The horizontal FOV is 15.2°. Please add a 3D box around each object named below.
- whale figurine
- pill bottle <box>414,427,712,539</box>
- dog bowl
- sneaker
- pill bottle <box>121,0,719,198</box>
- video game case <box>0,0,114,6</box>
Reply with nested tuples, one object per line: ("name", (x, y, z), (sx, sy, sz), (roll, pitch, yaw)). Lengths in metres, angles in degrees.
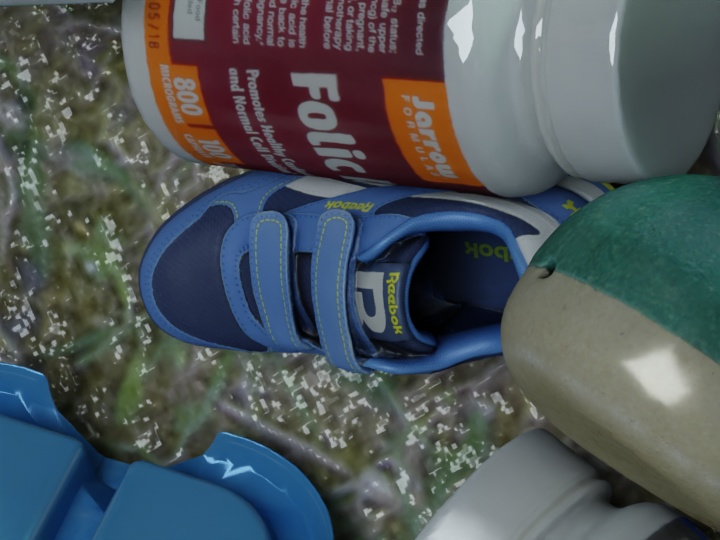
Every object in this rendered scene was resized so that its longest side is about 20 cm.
("whale figurine", (0.146, 0.043, 0.920), (0.200, 0.159, 0.104), (35, 84, -17))
("pill bottle", (0.108, 0.155, 0.957), (0.200, 0.114, 0.114), (41, 104, 17))
("dog bowl", (-0.109, 0.105, 1.044), (0.200, 0.112, 0.050), (17, 138, 9))
("sneaker", (0.000, 0.000, 1.013), (0.200, 0.082, 0.074), (-6, 107, 24))
("pill bottle", (0.024, -0.086, 0.980), (0.200, 0.114, 0.114), (7, 92, 31))
("video game case", (-0.146, -0.173, 1.033), (0.181, 0.200, 0.045), (-1, 132, 23))
